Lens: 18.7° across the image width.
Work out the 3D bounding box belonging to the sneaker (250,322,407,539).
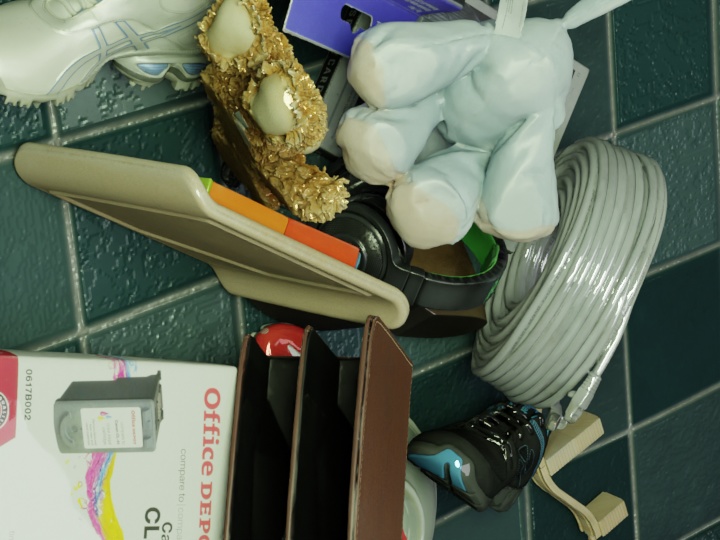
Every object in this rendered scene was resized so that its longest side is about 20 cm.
[{"bbox_3d":[-0.014,0.122,1.476,0.077,0.085,0.200,-24,87,-21],"label":"sneaker"}]

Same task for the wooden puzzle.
[{"bbox_3d":[-0.089,-0.027,1.339,0.200,0.185,0.037,32,76,-42],"label":"wooden puzzle"}]

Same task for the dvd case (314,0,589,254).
[{"bbox_3d":[0.060,-0.118,1.536,0.200,0.025,0.150,27,83,-32],"label":"dvd case"}]

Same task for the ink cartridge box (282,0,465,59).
[{"bbox_3d":[0.027,-0.230,1.401,0.198,0.043,0.200,9,95,-67],"label":"ink cartridge box"}]

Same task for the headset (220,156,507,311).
[{"bbox_3d":[0.006,-0.043,1.442,0.200,0.124,0.094,18,121,-6],"label":"headset"}]

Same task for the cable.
[{"bbox_3d":[0.145,0.001,1.558,0.069,0.200,0.200,24,98,-10],"label":"cable"}]

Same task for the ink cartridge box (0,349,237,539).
[{"bbox_3d":[-0.181,0.123,1.335,0.200,0.086,0.148,4,87,-32],"label":"ink cartridge box"}]

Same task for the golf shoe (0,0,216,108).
[{"bbox_3d":[-0.163,-0.156,1.293,0.200,0.078,0.097,-16,142,-46],"label":"golf shoe"}]

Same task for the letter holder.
[{"bbox_3d":[-0.032,0.135,1.338,0.142,0.101,0.200,58,34,-72],"label":"letter holder"}]

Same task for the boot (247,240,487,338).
[{"bbox_3d":[0.000,0.000,1.521,0.200,0.074,0.076,7,69,-39],"label":"boot"}]

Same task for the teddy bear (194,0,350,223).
[{"bbox_3d":[-0.050,-0.102,1.303,0.067,0.145,0.200,-33,152,-10],"label":"teddy bear"}]

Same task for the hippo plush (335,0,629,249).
[{"bbox_3d":[0.062,-0.119,1.405,0.159,0.161,0.200,17,99,-8],"label":"hippo plush"}]

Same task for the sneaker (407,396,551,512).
[{"bbox_3d":[0.088,0.123,1.568,0.082,0.073,0.200,-53,167,4],"label":"sneaker"}]

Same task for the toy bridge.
[{"bbox_3d":[0.159,0.136,1.710,0.067,0.027,0.200,-36,123,-27],"label":"toy bridge"}]

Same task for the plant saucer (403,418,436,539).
[{"bbox_3d":[-0.008,0.189,1.561,0.200,0.050,0.200,-12,109,-40],"label":"plant saucer"}]
